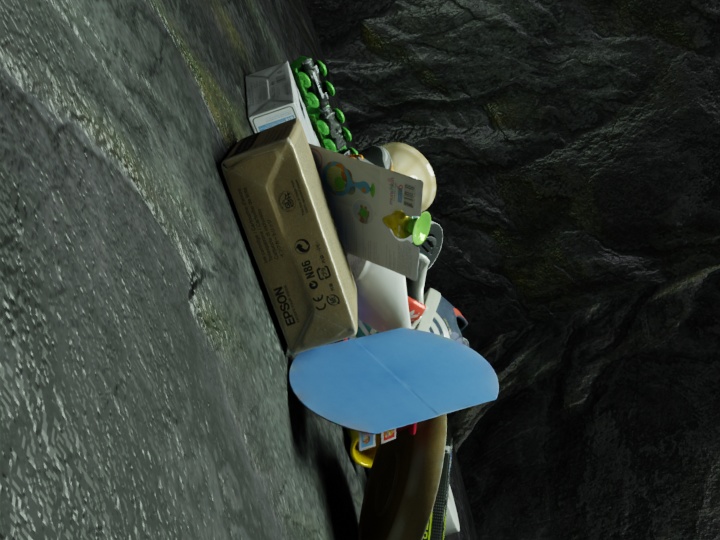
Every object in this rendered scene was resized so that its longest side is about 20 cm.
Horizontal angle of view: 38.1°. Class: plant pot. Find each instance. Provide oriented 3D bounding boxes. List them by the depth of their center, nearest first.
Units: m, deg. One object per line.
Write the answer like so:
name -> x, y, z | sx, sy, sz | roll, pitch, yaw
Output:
plant pot -> 0.035, 0.213, 1.028 | 0.200, 0.027, 0.202 | -163, -90, -81

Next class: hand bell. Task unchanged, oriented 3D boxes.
hand bell -> 0.006, -0.078, 1.332 | 0.200, 0.103, 0.105 | -42, 119, -46

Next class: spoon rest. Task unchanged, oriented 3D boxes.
spoon rest -> 0.019, 0.036, 1.156 | 0.060, 0.099, 0.201 | 29, 31, -27

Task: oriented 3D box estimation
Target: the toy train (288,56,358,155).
toy train -> -0.046, -0.192, 1.383 | 0.056, 0.042, 0.201 | 25, -35, 47

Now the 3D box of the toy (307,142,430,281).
toy -> -0.007, -0.077, 1.129 | 0.199, 0.047, 0.116 | 25, -53, 34

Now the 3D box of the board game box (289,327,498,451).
board game box -> 0.029, 0.116, 0.992 | 0.158, 0.198, 0.039 | 37, -49, 51

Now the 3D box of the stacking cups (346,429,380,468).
stacking cups -> 0.001, 0.150, 1.277 | 0.201, 0.060, 0.061 | -106, 176, -55

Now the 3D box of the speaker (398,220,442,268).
speaker -> 0.023, -0.069, 1.522 | 0.199, 0.081, 0.082 | 28, -23, 34

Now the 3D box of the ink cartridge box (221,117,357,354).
ink cartridge box -> -0.066, -0.039, 1.047 | 0.165, 0.074, 0.202 | -94, 165, -77

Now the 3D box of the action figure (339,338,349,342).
action figure -> -0.044, 0.031, 1.197 | 0.066, 0.051, 0.201 | 73, 3, -46

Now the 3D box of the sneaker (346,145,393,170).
sneaker -> -0.029, -0.106, 1.256 | 0.200, 0.078, 0.078 | -45, 115, -41

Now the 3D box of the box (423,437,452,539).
box -> 0.084, 0.309, 1.290 | 0.200, 0.047, 0.196 | 42, 51, -82

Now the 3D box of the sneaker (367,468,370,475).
sneaker -> 0.030, 0.197, 1.356 | 0.078, 0.069, 0.202 | 134, -36, -56

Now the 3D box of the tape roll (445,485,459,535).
tape roll -> 0.093, 0.317, 1.627 | 0.202, 0.070, 0.205 | -18, 90, -85

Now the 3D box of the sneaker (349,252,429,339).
sneaker -> 0.027, 0.064, 1.204 | 0.070, 0.093, 0.202 | 29, 68, -27

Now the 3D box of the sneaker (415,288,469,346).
sneaker -> 0.093, 0.106, 1.338 | 0.084, 0.075, 0.201 | 35, 41, -6

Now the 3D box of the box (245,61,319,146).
box -> -0.083, -0.147, 1.328 | 0.117, 0.059, 0.201 | -102, 172, -52
